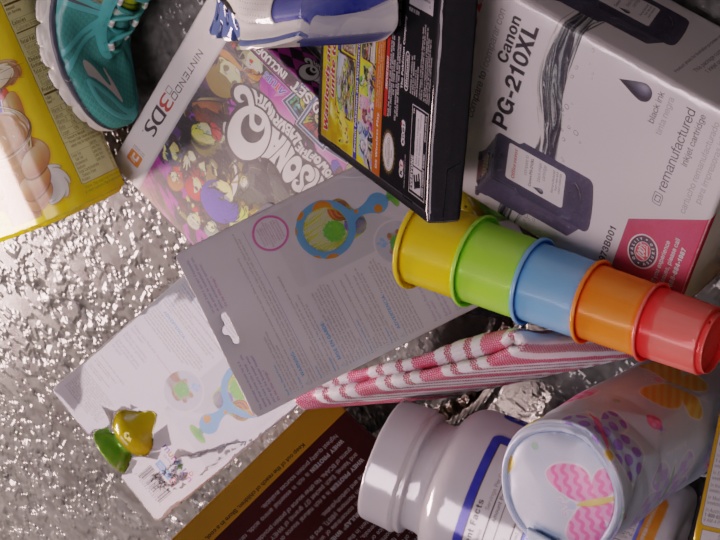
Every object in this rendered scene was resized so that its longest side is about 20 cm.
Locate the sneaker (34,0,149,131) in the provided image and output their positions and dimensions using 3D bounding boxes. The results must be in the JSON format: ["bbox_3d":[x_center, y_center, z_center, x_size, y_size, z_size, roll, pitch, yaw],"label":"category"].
[{"bbox_3d":[-0.172,-0.189,1.543,0.079,0.077,0.201,3,110,24],"label":"sneaker"}]

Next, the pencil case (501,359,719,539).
[{"bbox_3d":[0.165,0.100,1.364,0.083,0.200,0.091,41,125,21],"label":"pencil case"}]

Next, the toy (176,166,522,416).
[{"bbox_3d":[0.000,0.000,1.446,0.116,0.199,0.047,62,177,14],"label":"toy"}]

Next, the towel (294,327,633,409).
[{"bbox_3d":[0.071,0.056,1.450,0.199,0.146,0.030,-15,81,41],"label":"towel"}]

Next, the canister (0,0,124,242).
[{"bbox_3d":[-0.256,-0.127,1.617,0.148,0.086,0.201,-15,101,54],"label":"canister"}]

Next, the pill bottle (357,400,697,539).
[{"bbox_3d":[0.104,0.156,1.475,0.199,0.112,0.113,20,125,15],"label":"pill bottle"}]

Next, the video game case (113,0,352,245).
[{"bbox_3d":[-0.059,-0.066,1.552,0.200,0.036,0.181,45,134,8],"label":"video game case"}]

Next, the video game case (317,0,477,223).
[{"bbox_3d":[0.021,-0.150,1.365,0.181,0.025,0.201,-140,50,-61],"label":"video game case"}]

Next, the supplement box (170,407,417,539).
[{"bbox_3d":[-0.025,0.235,1.558,0.200,0.197,0.133,42,154,11],"label":"supplement box"}]

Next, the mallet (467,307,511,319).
[{"bbox_3d":[0.044,0.006,1.482,0.199,0.041,0.066,-1,89,9],"label":"mallet"}]

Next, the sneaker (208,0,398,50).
[{"bbox_3d":[-0.047,-0.193,1.385,0.199,0.080,0.116,-158,63,-68],"label":"sneaker"}]

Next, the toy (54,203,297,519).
[{"bbox_3d":[-0.096,0.061,1.560,0.200,0.047,0.115,-40,87,9],"label":"toy"}]

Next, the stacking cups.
[{"bbox_3d":[0.118,0.010,1.341,0.199,0.060,0.061,18,123,26],"label":"stacking cups"}]

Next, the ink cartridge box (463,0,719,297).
[{"bbox_3d":[0.137,-0.091,1.355,0.199,0.084,0.145,32,130,20],"label":"ink cartridge box"}]

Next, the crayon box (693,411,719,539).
[{"bbox_3d":[0.274,0.077,1.321,0.125,0.051,0.201,10,85,34],"label":"crayon box"}]
